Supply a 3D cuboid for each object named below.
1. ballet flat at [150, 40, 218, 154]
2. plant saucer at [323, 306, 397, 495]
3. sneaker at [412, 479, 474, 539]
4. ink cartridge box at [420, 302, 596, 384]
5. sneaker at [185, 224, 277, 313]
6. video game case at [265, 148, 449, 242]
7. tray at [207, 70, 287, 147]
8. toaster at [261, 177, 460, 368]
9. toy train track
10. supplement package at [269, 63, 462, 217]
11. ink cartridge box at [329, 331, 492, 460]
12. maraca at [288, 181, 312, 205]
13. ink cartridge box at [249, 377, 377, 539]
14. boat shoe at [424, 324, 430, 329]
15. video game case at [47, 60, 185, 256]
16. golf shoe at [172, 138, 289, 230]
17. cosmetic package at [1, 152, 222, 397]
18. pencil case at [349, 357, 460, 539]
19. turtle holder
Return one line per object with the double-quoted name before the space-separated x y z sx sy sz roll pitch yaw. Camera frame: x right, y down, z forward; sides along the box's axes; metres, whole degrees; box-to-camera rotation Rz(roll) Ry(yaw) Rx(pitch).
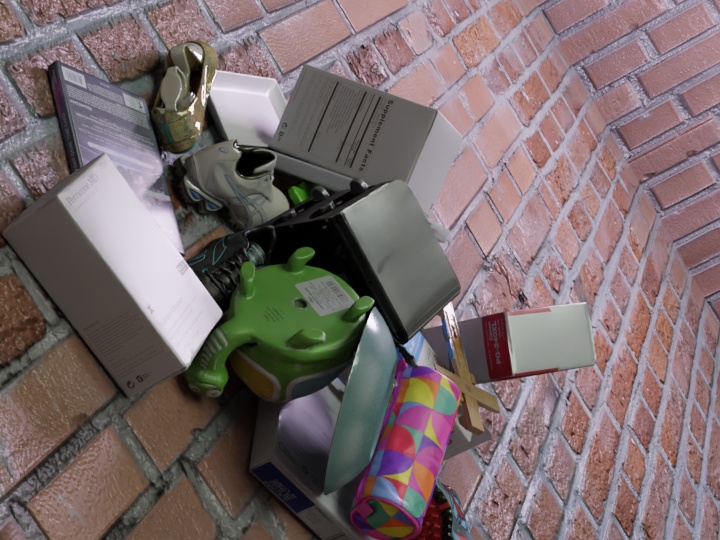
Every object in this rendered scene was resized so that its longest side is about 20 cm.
"ballet flat" -0.207 -0.221 1.585 0.071 0.070 0.201 44 33 -35
"plant saucer" 0.006 0.140 1.416 0.038 0.202 0.201 15 28 6
"sneaker" 0.080 0.289 1.623 0.096 0.079 0.201 -95 163 -54
"ink cartridge box" 0.177 0.099 1.741 0.144 0.199 0.084 -5 84 -36
"sneaker" -0.149 0.001 1.463 0.076 0.079 0.200 56 26 -14
"video game case" -0.008 -0.095 1.749 0.182 0.199 0.023 25 87 -53
"tray" -0.143 -0.202 1.755 0.200 0.022 0.108 -7 72 -64
"toaster" 0.000 0.000 1.554 0.118 0.180 0.201 -37 106 -30
"toy train track" 0.109 0.115 1.634 0.114 0.032 0.201 30 35 -38
"supplement package" 0.009 -0.166 1.751 0.199 0.120 0.121 22 -3 22
"ink cartridge box" 0.061 0.168 1.656 0.200 0.116 0.068 53 27 -17
"maraca" -0.023 -0.032 1.711 0.200 0.107 0.138 40 26 -37
"ink cartridge box" -0.040 0.200 1.514 0.200 0.040 0.201 48 28 -28
"boat shoe" 0.086 0.134 1.840 0.063 0.072 0.201 -41 114 -21
"video game case" -0.257 -0.115 1.443 0.143 0.019 0.201 19 49 -56
"golf shoe" -0.124 -0.098 1.595 0.200 0.097 0.079 19 46 -59
"cosmetic package" -0.232 0.004 1.293 0.201 0.081 0.113 56 27 -16
"pencil case" 0.048 0.197 1.493 0.088 0.088 0.201 48 41 -29
"turtle holder" -0.080 0.078 1.415 0.140 0.132 0.186 26 39 8
